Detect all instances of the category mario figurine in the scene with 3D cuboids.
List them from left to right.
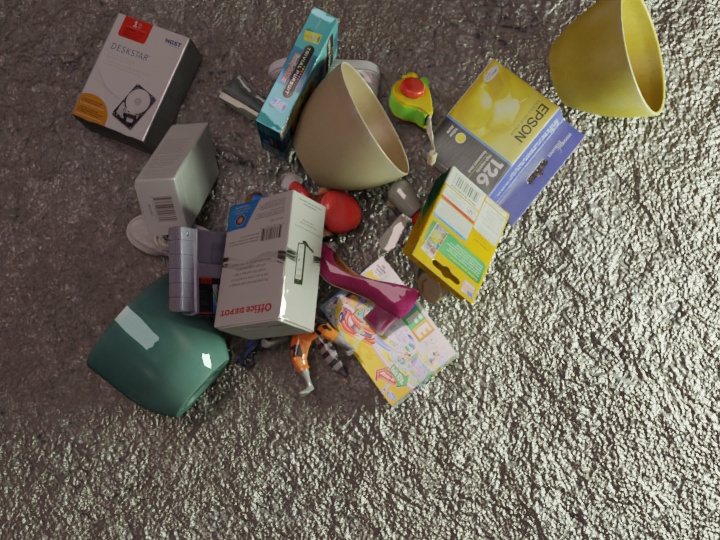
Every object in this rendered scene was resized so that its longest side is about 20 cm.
[{"bbox_3d":[-0.089,-0.088,1.637,0.196,0.126,0.107,0,33,18],"label":"mario figurine"}]

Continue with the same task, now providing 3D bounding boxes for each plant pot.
[{"bbox_3d":[-0.305,0.132,1.553,0.161,0.201,0.201,43,86,4],"label":"plant pot"},{"bbox_3d":[-0.029,-0.207,1.562,0.133,0.200,0.203,-29,73,17],"label":"plant pot"},{"bbox_3d":[0.382,-0.327,1.554,0.140,0.199,0.205,-12,73,33],"label":"plant pot"}]

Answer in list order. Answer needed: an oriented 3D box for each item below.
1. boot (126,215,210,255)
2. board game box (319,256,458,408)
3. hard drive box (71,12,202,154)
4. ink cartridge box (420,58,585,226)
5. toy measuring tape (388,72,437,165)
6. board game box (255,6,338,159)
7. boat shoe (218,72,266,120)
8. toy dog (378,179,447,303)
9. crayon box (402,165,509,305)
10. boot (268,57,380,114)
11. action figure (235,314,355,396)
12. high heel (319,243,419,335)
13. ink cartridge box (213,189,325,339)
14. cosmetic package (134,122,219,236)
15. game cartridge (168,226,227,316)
[{"bbox_3d":[-0.312,-0.060,1.638,0.196,0.096,0.075,13,79,13],"label":"boot"},{"bbox_3d":[0.045,0.098,1.576,0.134,0.034,0.201,-38,73,-1],"label":"board game box"},{"bbox_3d":[-0.393,-0.328,1.736,0.153,0.077,0.204,20,80,14],"label":"hard drive box"},{"bbox_3d":[0.232,-0.212,1.613,0.199,0.047,0.198,39,85,19],"label":"ink cartridge box"},{"bbox_3d":[0.083,-0.255,1.618,0.072,0.074,0.203,-10,52,8],"label":"toy measuring tape"},{"bbox_3d":[-0.098,-0.294,1.565,0.046,0.151,0.203,26,82,2],"label":"board game box"},{"bbox_3d":[-0.152,-0.277,1.683,0.198,0.073,0.063,30,87,21],"label":"boat shoe"},{"bbox_3d":[0.091,-0.035,1.572,0.096,0.130,0.204,-32,63,41],"label":"toy dog"},{"bbox_3d":[0.144,-0.047,1.513,0.125,0.051,0.202,38,51,-13],"label":"crayon box"},{"bbox_3d":[-0.066,-0.305,1.672,0.195,0.074,0.098,2,70,10],"label":"boot"},{"bbox_3d":[-0.108,0.105,1.587,0.200,0.104,0.195,-48,60,29],"label":"action figure"},{"bbox_3d":[0.000,0.000,1.544,0.096,0.067,0.200,-46,77,16],"label":"high heel"},{"bbox_3d":[-0.138,-0.004,1.506,0.144,0.084,0.205,-9,68,39],"label":"ink cartridge box"},{"bbox_3d":[-0.297,-0.153,1.610,0.072,0.103,0.201,-3,32,10],"label":"cosmetic package"},{"bbox_3d":[-0.228,0.006,1.532,0.038,0.199,0.133,-8,84,25],"label":"game cartridge"}]
